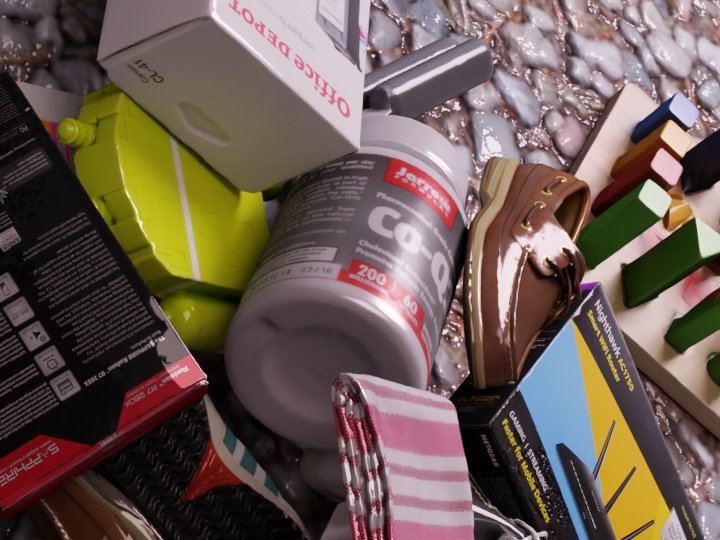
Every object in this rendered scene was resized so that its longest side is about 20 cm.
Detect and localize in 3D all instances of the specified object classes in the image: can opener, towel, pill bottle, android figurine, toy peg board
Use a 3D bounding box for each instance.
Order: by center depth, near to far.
[{"bbox_3d":[0.037,0.151,1.028,0.146,0.030,0.200,21,58,-69],"label":"towel"},{"bbox_3d":[0.000,0.000,1.201,0.114,0.114,0.200,37,36,-12],"label":"pill bottle"},{"bbox_3d":[-0.103,-0.042,1.203,0.200,0.041,0.182,12,63,-58],"label":"android figurine"},{"bbox_3d":[0.013,-0.100,1.371,0.200,0.053,0.067,-36,122,-40],"label":"can opener"},{"bbox_3d":[0.246,-0.025,1.450,0.200,0.098,0.199,41,49,-9],"label":"toy peg board"}]

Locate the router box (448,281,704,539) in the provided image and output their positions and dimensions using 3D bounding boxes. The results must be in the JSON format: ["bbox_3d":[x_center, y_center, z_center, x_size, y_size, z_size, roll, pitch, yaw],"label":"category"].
[{"bbox_3d":[0.129,0.130,1.260,0.149,0.051,0.200,-48,122,-42],"label":"router box"}]

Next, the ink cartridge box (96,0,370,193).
[{"bbox_3d":[-0.066,-0.169,1.212,0.148,0.086,0.200,39,41,-41],"label":"ink cartridge box"}]

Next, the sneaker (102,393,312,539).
[{"bbox_3d":[-0.085,0.127,1.161,0.070,0.093,0.200,-37,61,-9],"label":"sneaker"}]

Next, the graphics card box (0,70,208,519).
[{"bbox_3d":[-0.182,0.012,1.073,0.125,0.051,0.200,-33,81,-12],"label":"graphics card box"}]

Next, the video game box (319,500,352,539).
[{"bbox_3d":[0.016,0.228,1.074,0.200,0.047,0.182,-56,129,-77],"label":"video game box"}]

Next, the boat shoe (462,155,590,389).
[{"bbox_3d":[0.099,-0.004,1.229,0.067,0.072,0.200,2,35,10],"label":"boat shoe"}]

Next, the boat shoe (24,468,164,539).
[{"bbox_3d":[-0.127,0.173,1.094,0.200,0.076,0.074,45,73,6],"label":"boat shoe"}]

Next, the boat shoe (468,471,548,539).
[{"bbox_3d":[0.083,0.160,1.161,0.200,0.068,0.072,55,28,-24],"label":"boat shoe"}]

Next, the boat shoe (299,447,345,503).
[{"bbox_3d":[0.043,0.110,1.250,0.200,0.065,0.074,10,81,-52],"label":"boat shoe"}]

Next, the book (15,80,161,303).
[{"bbox_3d":[-0.200,-0.041,1.187,0.200,0.048,0.134,9,61,-35],"label":"book"}]
